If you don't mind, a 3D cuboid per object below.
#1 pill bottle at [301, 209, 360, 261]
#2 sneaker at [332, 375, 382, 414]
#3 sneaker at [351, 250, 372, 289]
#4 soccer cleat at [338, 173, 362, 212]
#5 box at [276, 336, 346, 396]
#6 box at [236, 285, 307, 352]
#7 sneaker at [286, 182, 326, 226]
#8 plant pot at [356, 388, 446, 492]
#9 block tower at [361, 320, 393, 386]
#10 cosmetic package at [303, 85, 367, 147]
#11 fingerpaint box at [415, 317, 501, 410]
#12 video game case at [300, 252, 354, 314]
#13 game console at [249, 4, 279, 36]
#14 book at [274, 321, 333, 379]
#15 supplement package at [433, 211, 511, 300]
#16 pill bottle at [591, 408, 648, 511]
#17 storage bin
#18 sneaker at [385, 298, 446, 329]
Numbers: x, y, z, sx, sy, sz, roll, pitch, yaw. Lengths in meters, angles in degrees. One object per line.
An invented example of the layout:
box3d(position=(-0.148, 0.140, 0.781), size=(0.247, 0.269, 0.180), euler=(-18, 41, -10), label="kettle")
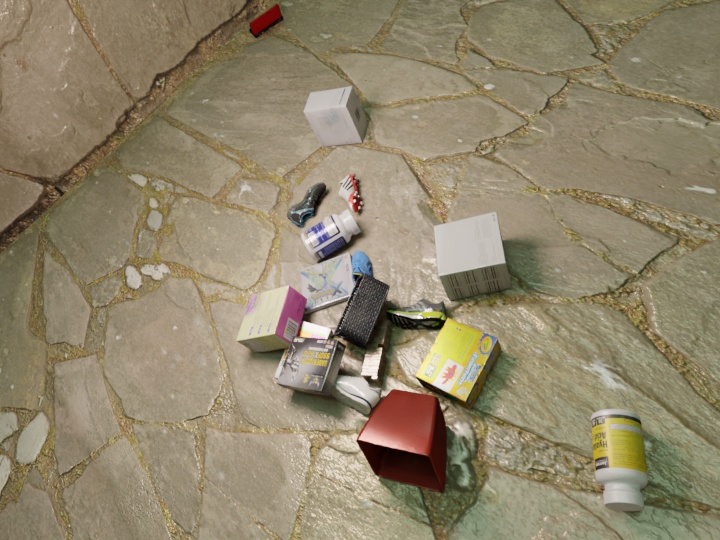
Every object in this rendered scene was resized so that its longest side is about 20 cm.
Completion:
box3d(position=(-0.105, -0.130, 1.926), size=(0.198, 0.116, 0.117), euler=(-30, 50, 2), label="pill bottle")
box3d(position=(-0.029, 0.351, 1.596), size=(0.198, 0.077, 0.081), euler=(24, 56, 31), label="sneaker")
box3d(position=(0.000, 0.000, 1.813), size=(0.065, 0.079, 0.203), euler=(-19, 50, 13), label="sneaker")
box3d(position=(-0.043, -0.287, 2.043), size=(0.084, 0.069, 0.203), euler=(-23, 47, 19), label="soccer cleat")
box3d(position=(-0.151, 0.287, 1.625), size=(0.197, 0.048, 0.161), euler=(-1, 60, 41), label="box")
box3d(position=(-0.295, 0.166, 1.785), size=(0.197, 0.096, 0.179), euler=(-14, 50, 37), label="box")
box3d(position=(-0.195, -0.256, 2.096), size=(0.082, 0.073, 0.200), euler=(40, 85, 22), label="sneaker")
box3d(position=(0.129, 0.428, 1.392), size=(0.196, 0.202, 0.178), euler=(4, 48, 26), label="plant pot")
box3d(position=(0.051, 0.246, 1.634), size=(0.057, 0.054, 0.203), euler=(-3, 56, 23), label="block tower")
box3d(position=(-0.100, -0.633, 2.216), size=(0.196, 0.200, 0.125), euler=(1, 57, 25), label="cosmetic package")
box3d(position=(0.278, 0.260, 1.507), size=(0.165, 0.074, 0.202), euler=(19, 68, 34), label="fingerpaint box")
box3d(position=(-0.114, 0.043, 1.871), size=(0.196, 0.022, 0.185), euler=(-19, 51, 12), label="video game case")
box3d(position=(-0.551, -1.432, 3.030), size=(0.198, 0.119, 0.173), euler=(-34, 50, -2), label="game console")
box3d(position=(-0.181, 0.272, 1.729), size=(0.131, 0.048, 0.203), euler=(9, 63, 27), label="book")
box3d(position=(0.342, -0.042, 1.638), size=(0.196, 0.148, 0.194), euler=(-12, 53, 17), label="supplement package")
box3d(position=(0.591, 0.432, 1.220), size=(0.109, 0.112, 0.203), euler=(-4, 55, 21), label="pill bottle")
box3d(position=(0.004, 0.124, 1.654), size=(0.092, 0.135, 0.203), euler=(24, 77, -7), label="storage bin")
box3d(position=(0.175, 0.131, 1.655), size=(0.196, 0.075, 0.082), euler=(3, 49, 19), label="sneaker")
